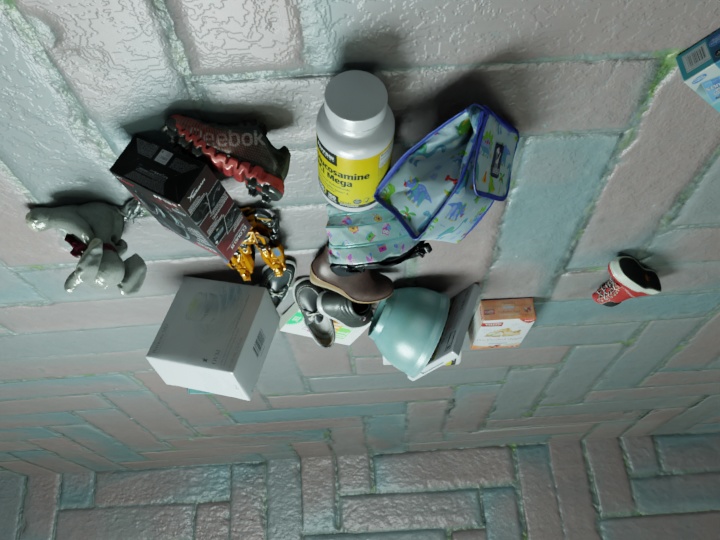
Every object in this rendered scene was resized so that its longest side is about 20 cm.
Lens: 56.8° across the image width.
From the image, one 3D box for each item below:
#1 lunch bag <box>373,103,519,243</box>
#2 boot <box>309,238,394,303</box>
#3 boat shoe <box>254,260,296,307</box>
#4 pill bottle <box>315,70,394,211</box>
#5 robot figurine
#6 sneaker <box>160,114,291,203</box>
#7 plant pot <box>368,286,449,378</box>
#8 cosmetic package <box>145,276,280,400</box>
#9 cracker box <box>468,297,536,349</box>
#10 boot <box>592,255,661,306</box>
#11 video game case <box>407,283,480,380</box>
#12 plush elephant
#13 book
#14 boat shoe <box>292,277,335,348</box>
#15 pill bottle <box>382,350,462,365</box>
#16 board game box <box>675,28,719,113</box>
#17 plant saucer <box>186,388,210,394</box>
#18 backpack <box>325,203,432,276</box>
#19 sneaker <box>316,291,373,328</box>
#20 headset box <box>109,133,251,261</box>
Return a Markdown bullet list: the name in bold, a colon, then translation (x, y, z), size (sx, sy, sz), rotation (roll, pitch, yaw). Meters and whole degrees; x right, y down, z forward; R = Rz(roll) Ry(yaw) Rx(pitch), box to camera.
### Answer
- **lunch bag**: translation (0.145, -0.143, 0.984), size (0.201, 0.127, 0.169), rotation (-53, 158, 19)
- **boot**: translation (0.000, 0.000, 1.350), size (0.196, 0.074, 0.167), rotation (10, 153, -17)
- **boat shoe**: translation (-0.186, 0.042, 1.425), size (0.074, 0.061, 0.200), rotation (7, 152, -19)
- **pill bottle**: translation (-0.008, -0.182, 0.949), size (0.110, 0.115, 0.201), rotation (-2, 153, -2)
- **robot figurine**: translation (-0.208, -0.051, 1.242), size (0.142, 0.059, 0.201), rotation (-8, 153, 7)
- **sneaker**: translation (-0.188, -0.183, 0.974), size (0.198, 0.099, 0.071), rotation (27, 168, -6)
- **plant pot**: translation (0.097, 0.120, 1.495), size (0.132, 0.203, 0.201), rotation (24, 149, -4)
- **cosmetic package**: translation (-0.299, 0.136, 1.374), size (0.196, 0.202, 0.124), rotation (6, 145, 17)
- **cracker box**: translation (0.354, 0.138, 1.682), size (0.131, 0.059, 0.201), rotation (-3, 153, -2)
- **boot**: translation (0.569, 0.034, 1.494), size (0.143, 0.074, 0.198), rotation (-25, 150, 38)
- **video game case**: translation (0.192, 0.143, 1.530), size (0.023, 0.202, 0.182), rotation (34, 142, -12)
- **plush elephant**: translation (-0.458, -0.027, 1.149), size (0.196, 0.158, 0.165), rotation (-13, 152, 20)
- **book**: translation (-0.080, 0.116, 1.610), size (0.197, 0.049, 0.134), rotation (14, 143, -29)
- **boat shoe**: translation (-0.100, 0.098, 1.497), size (0.073, 0.061, 0.202), rotation (-17, 135, -3)
- **pill bottle**: translation (0.152, 0.186, 1.688), size (0.195, 0.116, 0.115), rotation (-4, 154, -1)
- **board game box**: translation (0.552, -0.275, 0.906), size (0.198, 0.048, 0.150), rotation (18, 146, -35)
- **plant saucer**: translation (-0.447, 0.373, 2.095), size (0.196, 0.019, 0.070), rotation (2, 153, -13)
- **backpack**: translation (0.015, -0.063, 1.118), size (0.164, 0.129, 0.199), rotation (-10, -174, 25)
- **sneaker**: translation (-0.003, 0.091, 1.497), size (0.098, 0.072, 0.199), rotation (-2, 165, 34)
- **headset box**: translation (-0.270, -0.105, 1.038), size (0.147, 0.078, 0.201), rotation (25, 162, 23)
